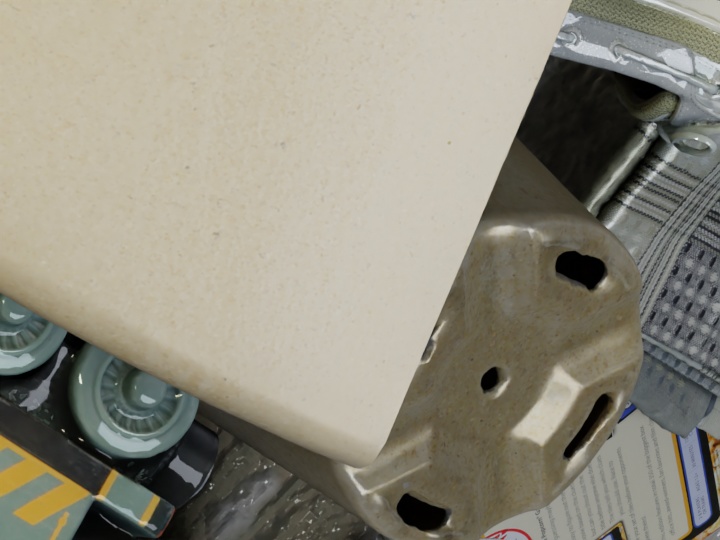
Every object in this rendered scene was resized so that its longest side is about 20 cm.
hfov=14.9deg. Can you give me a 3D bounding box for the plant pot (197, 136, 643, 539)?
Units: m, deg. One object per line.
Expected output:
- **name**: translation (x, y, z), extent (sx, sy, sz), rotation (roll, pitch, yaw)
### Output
- **plant pot**: translation (0.000, 0.000, 1.018), extent (0.200, 0.183, 0.201), rotation (-20, 128, -28)

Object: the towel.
- **towel**: translation (0.170, -0.022, 1.163), extent (0.200, 0.035, 0.192), rotation (-51, 141, 8)

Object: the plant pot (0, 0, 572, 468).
- **plant pot**: translation (-0.069, -0.088, 0.813), extent (0.177, 0.200, 0.201), rotation (17, 104, -27)

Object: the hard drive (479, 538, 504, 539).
- **hard drive**: translation (-0.056, 0.120, 1.053), extent (0.132, 0.200, 0.025), rotation (3, 82, -40)

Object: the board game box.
- **board game box**: translation (0.103, 0.086, 1.256), extent (0.200, 0.046, 0.152), rotation (-32, 133, -18)

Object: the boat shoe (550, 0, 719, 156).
- **boat shoe**: translation (0.092, -0.084, 1.027), extent (0.202, 0.074, 0.065), rotation (25, 91, -29)

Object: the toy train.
- **toy train**: translation (-0.142, 0.040, 0.900), extent (0.200, 0.085, 0.114), rotation (35, 74, -23)
